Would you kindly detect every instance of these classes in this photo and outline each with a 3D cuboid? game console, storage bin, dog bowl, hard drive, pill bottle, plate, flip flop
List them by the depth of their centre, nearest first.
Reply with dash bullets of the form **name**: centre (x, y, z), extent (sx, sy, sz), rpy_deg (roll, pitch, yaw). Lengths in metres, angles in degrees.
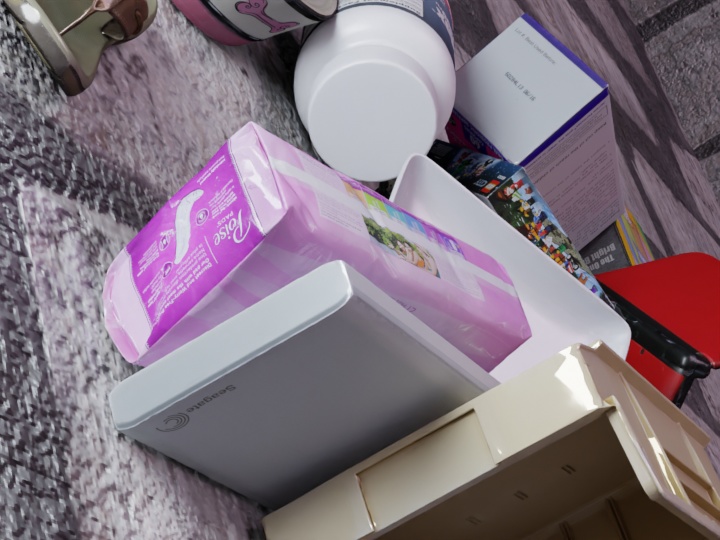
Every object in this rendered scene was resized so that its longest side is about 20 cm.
- **hard drive**: centre (-0.011, 0.072, 0.828), extent (0.200, 0.131, 0.027), rpy_deg (38, 28, -51)
- **storage bin**: centre (0.083, 0.143, 0.867), extent (0.198, 0.199, 0.094), rpy_deg (36, 29, -53)
- **flip flop**: centre (-0.143, -0.151, 0.925), extent (0.081, 0.057, 0.200), rpy_deg (58, 18, -9)
- **plate**: centre (0.067, 0.059, 1.028), extent (0.200, 0.032, 0.201), rpy_deg (38, 53, -20)
- **dog bowl**: centre (-0.099, -0.243, 1.163), extent (0.201, 0.073, 0.201), rpy_deg (52, 19, -26)
- **pill bottle**: centre (0.011, -0.145, 1.234), extent (0.120, 0.119, 0.200), rpy_deg (53, 18, -22)
- **game console**: centre (0.233, 0.075, 1.305), extent (0.118, 0.174, 0.200), rpy_deg (19, 11, -24)

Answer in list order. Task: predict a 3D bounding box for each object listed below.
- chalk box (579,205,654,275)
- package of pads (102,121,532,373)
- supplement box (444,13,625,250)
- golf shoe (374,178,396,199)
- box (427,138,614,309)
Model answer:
- **chalk box**: centre (0.204, 0.036, 1.489), extent (0.124, 0.124, 0.201), rpy_deg (43, 26, -48)
- **package of pads**: centre (-0.019, 0.018, 0.848), extent (0.199, 0.120, 0.076), rpy_deg (26, 30, -44)
- **supplement box**: centre (0.142, -0.095, 1.378), extent (0.101, 0.103, 0.200), rpy_deg (46, -8, 29)
- **golf shoe**: centre (0.060, 0.023, 1.198), extent (0.088, 0.077, 0.201), rpy_deg (38, 28, -61)
- **box**: centre (0.110, -0.030, 1.336), extent (0.137, 0.038, 0.200), rpy_deg (55, -8, -19)
